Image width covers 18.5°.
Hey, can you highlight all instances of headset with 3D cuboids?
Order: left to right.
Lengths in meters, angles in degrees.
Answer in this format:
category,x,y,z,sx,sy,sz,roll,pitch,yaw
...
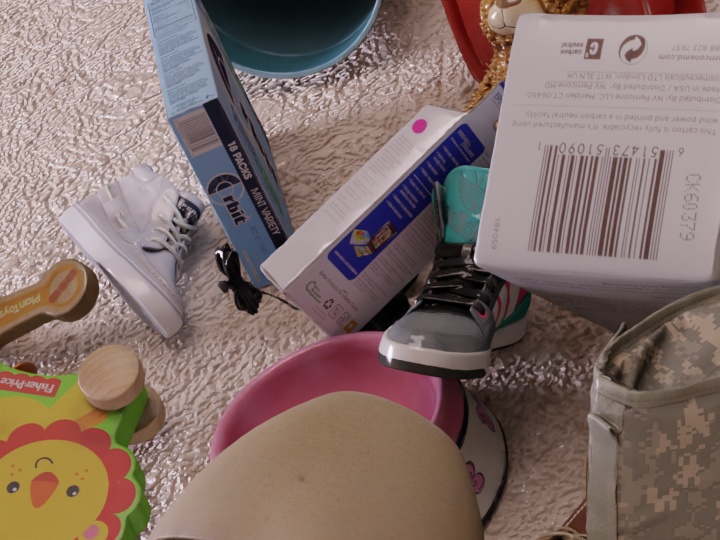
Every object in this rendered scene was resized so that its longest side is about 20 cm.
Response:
category,x,y,z,sx,sy,sz,roll,pitch,yaw
headset,0.000,0.000,1.568,0.199,0.094,0.124,-11,38,20

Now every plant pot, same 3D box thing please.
category,x,y,z,sx,sy,sz,roll,pitch,yaw
plant pot,-0.053,-0.291,1.895,0.199,0.201,0.188,-10,24,21
plant pot,-0.008,0.150,1.278,0.200,0.200,0.135,6,58,36

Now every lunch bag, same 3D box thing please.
category,x,y,z,sx,sy,sz,roll,pitch,yaw
lunch bag,0.194,0.105,1.214,0.200,0.165,0.117,-17,28,-35

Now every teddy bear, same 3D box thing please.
category,x,y,z,sx,sy,sz,roll,pitch,yaw
teddy bear,0.122,-0.118,1.539,0.067,0.201,0.145,-4,17,-31

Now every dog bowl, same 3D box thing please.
category,x,y,z,sx,sy,sz,roll,pitch,yaw
dog bowl,-0.009,0.121,1.442,0.200,0.074,0.200,-17,37,13

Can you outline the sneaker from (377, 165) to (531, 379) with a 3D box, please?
category,x,y,z,sx,sy,sz,roll,pitch,yaw
sneaker,0.070,-0.004,1.410,0.083,0.121,0.200,11,13,16

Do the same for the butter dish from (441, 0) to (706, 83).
category,x,y,z,sx,sy,sz,roll,pitch,yaw
butter dish,0.141,-0.217,1.648,0.199,0.200,0.148,-12,26,18

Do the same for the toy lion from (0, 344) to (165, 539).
category,x,y,z,sx,sy,sz,roll,pitch,yaw
toy lion,-0.235,0.140,1.543,0.199,0.069,0.192,8,55,20

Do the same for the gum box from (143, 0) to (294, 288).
category,x,y,z,sx,sy,sz,roll,pitch,yaw
gum box,-0.108,-0.111,1.705,0.044,0.170,0.200,-22,37,5

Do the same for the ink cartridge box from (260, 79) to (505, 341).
category,x,y,z,sx,sy,sz,roll,pitch,yaw
ink cartridge box,0.031,-0.043,1.474,0.200,0.095,0.037,-42,55,1

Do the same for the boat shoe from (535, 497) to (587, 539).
category,x,y,z,sx,sy,sz,roll,pitch,yaw
boat shoe,0.127,0.184,1.283,0.076,0.072,0.200,2,44,32

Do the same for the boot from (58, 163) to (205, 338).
category,x,y,z,sx,sy,sz,roll,pitch,yaw
boot,-0.160,-0.026,1.710,0.096,0.074,0.200,-39,37,-7

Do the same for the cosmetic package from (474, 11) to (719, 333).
category,x,y,z,sx,sy,sz,roll,pitch,yaw
cosmetic package,0.199,-0.053,1.382,0.164,0.200,0.166,5,79,33

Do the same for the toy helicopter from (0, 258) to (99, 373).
category,x,y,z,sx,sy,sz,roll,pitch,yaw
toy helicopter,-0.283,0.052,1.681,0.200,0.079,0.133,-24,57,22
